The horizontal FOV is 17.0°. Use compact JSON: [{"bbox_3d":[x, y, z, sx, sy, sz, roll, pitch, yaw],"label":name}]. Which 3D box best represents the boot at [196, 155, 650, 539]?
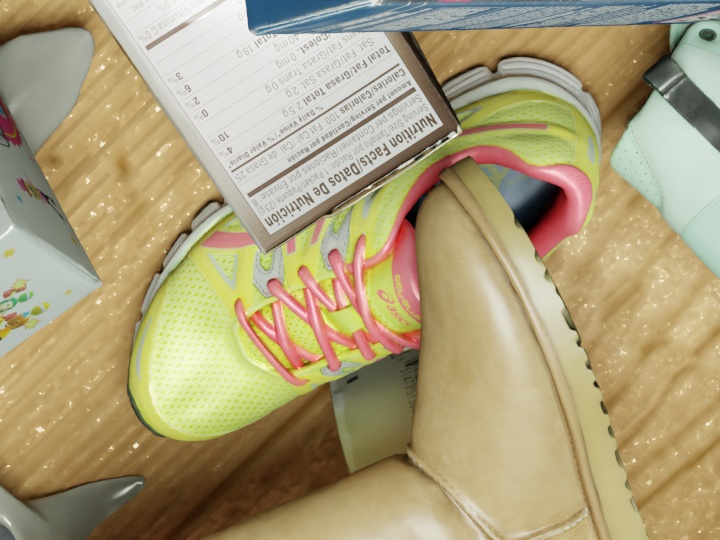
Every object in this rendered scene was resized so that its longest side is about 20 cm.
[{"bbox_3d":[-0.015,0.080,0.780,0.199,0.066,0.176,-24,108,-5],"label":"boot"}]

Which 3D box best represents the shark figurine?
[{"bbox_3d":[-0.146,0.030,0.844,0.127,0.090,0.216,-6,111,-3],"label":"shark figurine"}]

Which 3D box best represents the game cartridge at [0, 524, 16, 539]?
[{"bbox_3d":[-0.124,0.147,0.868,0.200,0.133,0.042,36,112,-18],"label":"game cartridge"}]

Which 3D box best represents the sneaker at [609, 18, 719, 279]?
[{"bbox_3d":[0.176,-0.082,0.845,0.118,0.074,0.200,40,76,14],"label":"sneaker"}]

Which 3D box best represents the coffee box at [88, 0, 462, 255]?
[{"bbox_3d":[-0.058,-0.120,0.779,0.079,0.114,0.200,-32,113,6],"label":"coffee box"}]

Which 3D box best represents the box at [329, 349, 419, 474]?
[{"bbox_3d":[0.063,0.123,0.904,0.077,0.095,0.201,-23,114,3],"label":"box"}]

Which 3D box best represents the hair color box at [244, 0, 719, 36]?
[{"bbox_3d":[0.053,-0.128,0.748,0.199,0.060,0.101,-7,90,-42],"label":"hair color box"}]

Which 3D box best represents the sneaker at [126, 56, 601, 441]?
[{"bbox_3d":[0.000,0.000,0.847,0.200,0.090,0.078,-36,113,9],"label":"sneaker"}]

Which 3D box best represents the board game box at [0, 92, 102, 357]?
[{"bbox_3d":[-0.204,-0.002,0.788,0.199,0.148,0.064,-35,152,8],"label":"board game box"}]
